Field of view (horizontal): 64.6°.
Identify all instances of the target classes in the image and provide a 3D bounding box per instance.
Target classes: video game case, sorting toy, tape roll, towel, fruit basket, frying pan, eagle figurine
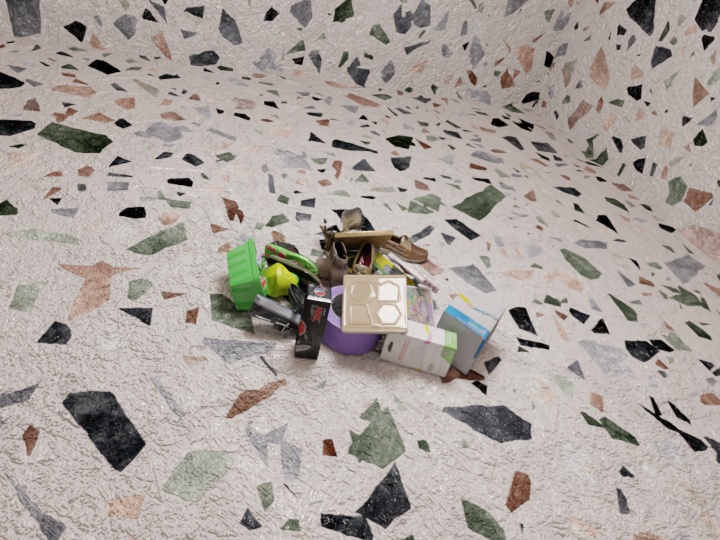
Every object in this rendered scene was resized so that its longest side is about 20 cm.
[{"bbox_3d":[0.147,0.118,1.680,0.196,0.018,0.148,7,75,-42],"label":"video game case"},{"bbox_3d":[0.040,0.094,1.570,0.179,0.037,0.204,0,50,1],"label":"sorting toy"},{"bbox_3d":[-0.030,0.140,1.638,0.194,0.087,0.202,12,34,-8],"label":"tape roll"},{"bbox_3d":[0.168,0.013,1.798,0.145,0.030,0.199,37,3,24],"label":"towel"},{"bbox_3d":[-0.280,0.016,1.664,0.208,0.159,0.219,-3,40,3],"label":"fruit basket"},{"bbox_3d":[-0.168,0.107,1.618,0.115,0.031,0.191,51,11,-28],"label":"frying pan"},{"bbox_3d":[-0.041,-0.133,1.974,0.194,0.157,0.151,-7,20,-23],"label":"eagle figurine"}]

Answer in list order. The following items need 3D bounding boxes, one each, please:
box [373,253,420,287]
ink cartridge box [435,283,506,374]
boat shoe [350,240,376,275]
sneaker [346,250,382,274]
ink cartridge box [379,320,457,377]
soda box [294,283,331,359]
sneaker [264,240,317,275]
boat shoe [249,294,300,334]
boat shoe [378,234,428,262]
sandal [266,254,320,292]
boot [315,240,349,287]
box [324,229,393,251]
[{"bbox_3d":[0.135,0.033,1.839,0.199,0.049,0.117,39,2,31],"label":"box"},{"bbox_3d":[0.316,0.167,1.685,0.143,0.150,0.199,32,37,16],"label":"ink cartridge box"},{"bbox_3d":[0.000,0.000,1.788,0.072,0.067,0.205,8,65,13],"label":"boat shoe"},{"bbox_3d":[-0.008,-0.041,1.903,0.196,0.077,0.084,-6,26,-41],"label":"sneaker"},{"bbox_3d":[0.160,0.211,1.589,0.194,0.119,0.068,16,37,-2],"label":"ink cartridge box"},{"bbox_3d":[-0.126,0.137,1.496,0.068,0.204,0.064,9,34,-10],"label":"soda box"},{"bbox_3d":[-0.214,-0.047,1.824,0.196,0.078,0.084,29,39,14],"label":"sneaker"},{"bbox_3d":[-0.215,0.138,1.570,0.197,0.069,0.073,30,-1,-32],"label":"boat shoe"},{"bbox_3d":[0.152,-0.086,2.032,0.194,0.073,0.077,13,34,-5],"label":"boat shoe"},{"bbox_3d":[-0.202,-0.001,1.759,0.198,0.081,0.057,30,41,19],"label":"sandal"},{"bbox_3d":[-0.086,-0.029,1.789,0.068,0.149,0.202,-5,40,-26],"label":"boot"},{"bbox_3d":[-0.008,-0.096,1.835,0.193,0.163,0.022,-3,77,-17],"label":"box"}]
